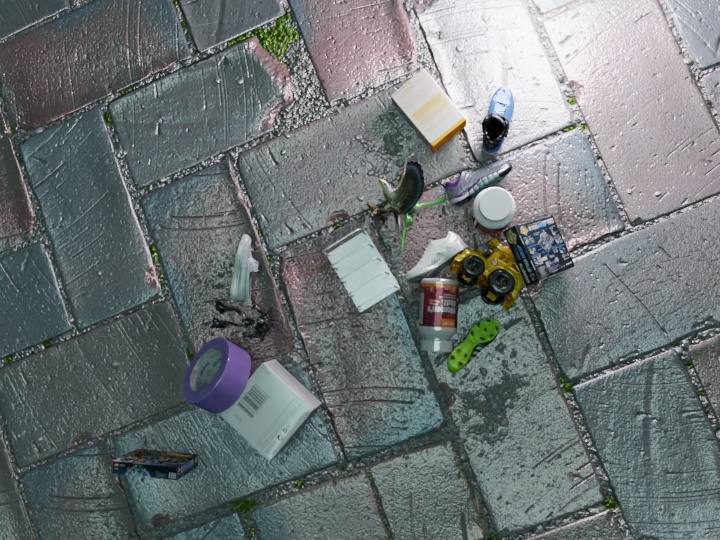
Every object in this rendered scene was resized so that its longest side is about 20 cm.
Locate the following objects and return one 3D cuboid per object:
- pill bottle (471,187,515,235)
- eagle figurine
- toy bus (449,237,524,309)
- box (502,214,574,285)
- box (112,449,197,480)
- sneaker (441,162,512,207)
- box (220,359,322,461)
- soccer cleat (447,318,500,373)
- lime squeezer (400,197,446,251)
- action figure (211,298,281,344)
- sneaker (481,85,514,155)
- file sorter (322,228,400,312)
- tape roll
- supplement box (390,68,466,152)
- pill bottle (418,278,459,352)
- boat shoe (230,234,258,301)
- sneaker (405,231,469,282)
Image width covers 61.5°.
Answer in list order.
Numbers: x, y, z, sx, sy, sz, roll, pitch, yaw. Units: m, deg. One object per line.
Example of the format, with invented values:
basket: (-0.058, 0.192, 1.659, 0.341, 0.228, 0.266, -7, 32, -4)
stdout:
pill bottle: (0.361, -0.163, 1.649, 0.112, 0.200, 0.114, 0, 87, 8)
eagle figurine: (0.109, -0.220, 1.708, 0.200, 0.151, 0.152, -38, 62, 9)
toy bus: (0.375, -0.021, 1.682, 0.200, 0.136, 0.192, 33, 78, 11)
box: (0.485, -0.058, 1.636, 0.046, 0.200, 0.160, -29, 81, 47)
box: (-0.597, 0.566, 1.771, 0.199, 0.137, 0.038, 3, 89, 8)
sneaker: (0.331, -0.268, 1.726, 0.200, 0.074, 0.088, -32, 78, 6)
box: (-0.253, 0.396, 1.736, 0.200, 0.131, 0.199, 40, 92, 8)
soccer cleat: (0.314, 0.209, 1.703, 0.200, 0.081, 0.068, -40, 73, -18)
lime squeezer: (0.158, -0.152, 1.767, 0.071, 0.038, 0.200, 39, 92, -23)
action figure: (-0.339, 0.147, 1.781, 0.199, 0.102, 0.119, 8, 76, 10)
sneaker: (0.391, -0.435, 1.707, 0.076, 0.111, 0.201, 17, 89, 9)
file sorter: (0.000, 0.000, 1.729, 0.138, 0.125, 0.200, -31, 83, 6)
tape roll: (-0.410, 0.299, 1.730, 0.200, 0.085, 0.201, -28, 42, 29)
supplement box: (0.197, -0.462, 1.755, 0.126, 0.074, 0.200, -38, 82, 4)
pill bottle: (0.218, 0.125, 1.697, 0.109, 0.110, 0.201, 2, 87, 8)
boat shoe: (-0.339, -0.005, 1.812, 0.071, 0.070, 0.202, 9, 91, -3)
sneaker: (0.209, -0.035, 1.737, 0.200, 0.070, 0.080, -33, 67, 2)
